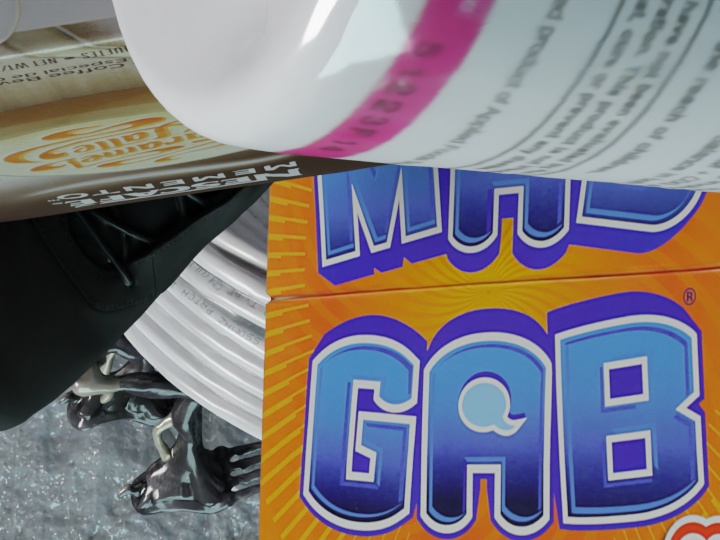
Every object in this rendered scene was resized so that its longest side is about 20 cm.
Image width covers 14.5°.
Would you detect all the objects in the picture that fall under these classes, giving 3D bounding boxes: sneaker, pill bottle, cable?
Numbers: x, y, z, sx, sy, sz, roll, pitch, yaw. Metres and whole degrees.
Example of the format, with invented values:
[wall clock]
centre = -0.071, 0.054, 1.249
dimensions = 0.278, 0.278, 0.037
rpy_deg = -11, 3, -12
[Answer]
[sneaker]
centre = -0.056, -0.035, 0.741
dimensions = 0.091, 0.200, 0.076
rpy_deg = -16, 120, 40
[pill bottle]
centre = 0.069, -0.067, 0.441
dimensions = 0.199, 0.114, 0.113
rpy_deg = 4, 174, -27
[cable]
centre = 0.000, 0.000, 0.983
dimensions = 0.200, 0.069, 0.200
rpy_deg = 39, -152, 26

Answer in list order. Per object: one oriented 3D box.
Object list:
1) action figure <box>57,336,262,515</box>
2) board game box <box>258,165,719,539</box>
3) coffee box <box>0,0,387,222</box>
[action figure]
centre = -0.089, 0.005, 1.083
dimensions = 0.102, 0.119, 0.200
rpy_deg = -30, 142, -7
[board game box]
centre = 0.110, 0.012, 0.826
dimensions = 0.200, 0.201, 0.200
rpy_deg = 6, 173, -41
[coffee box]
centre = -0.050, -0.066, 0.595
dimensions = 0.114, 0.080, 0.200
rpy_deg = -8, 174, 2
